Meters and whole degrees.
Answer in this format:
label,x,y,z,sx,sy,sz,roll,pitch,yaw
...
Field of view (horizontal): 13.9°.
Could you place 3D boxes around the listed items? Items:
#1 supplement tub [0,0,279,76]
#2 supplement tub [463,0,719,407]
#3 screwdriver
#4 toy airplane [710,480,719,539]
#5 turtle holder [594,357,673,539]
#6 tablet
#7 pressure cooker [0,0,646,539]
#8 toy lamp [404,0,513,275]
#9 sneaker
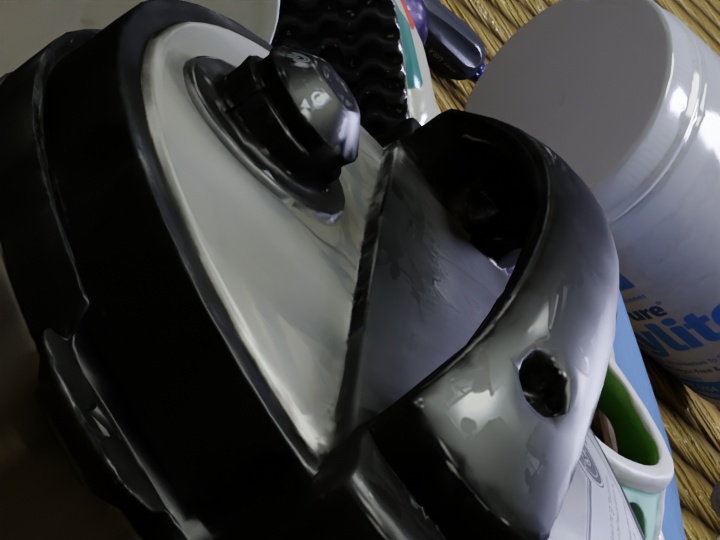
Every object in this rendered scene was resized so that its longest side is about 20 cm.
label,x,y,z,sx,sy,sz,roll,pitch,yaw
supplement tub,-0.109,-0.139,0.940,0.145,0.145,0.200,36,23,-41
supplement tub,0.153,-0.030,1.409,0.200,0.132,0.132,36,22,-37
screwdriver,0.085,-0.086,1.513,0.200,0.029,0.028,34,23,-31
toy airplane,0.121,0.139,0.954,0.199,0.141,0.201,10,54,-36
turtle holder,0.005,0.063,0.835,0.185,0.132,0.141,37,22,-39
tablet,0.116,0.069,1.236,0.200,0.014,0.130,-89,161,-66
pressure cooker,-0.036,0.050,0.541,0.179,0.200,0.176,30,28,-54
toy lamp,0.032,-0.046,1.265,0.058,0.058,0.200,35,21,-42
sneaker,0.004,-0.006,0.976,0.093,0.070,0.201,12,71,-73
